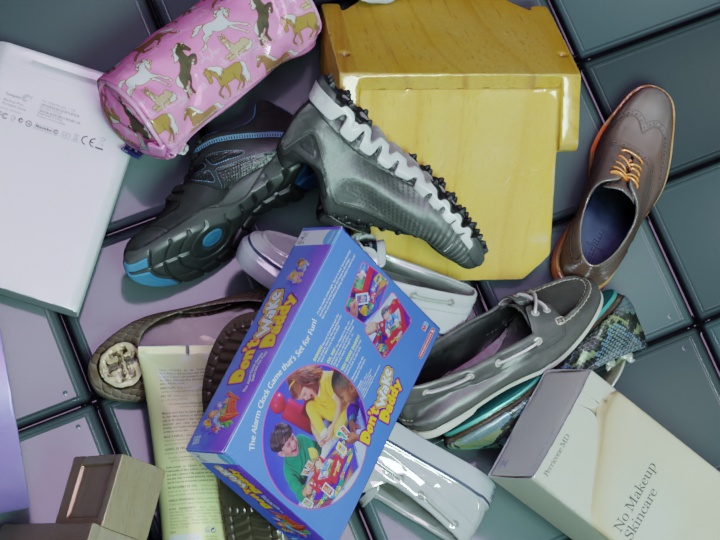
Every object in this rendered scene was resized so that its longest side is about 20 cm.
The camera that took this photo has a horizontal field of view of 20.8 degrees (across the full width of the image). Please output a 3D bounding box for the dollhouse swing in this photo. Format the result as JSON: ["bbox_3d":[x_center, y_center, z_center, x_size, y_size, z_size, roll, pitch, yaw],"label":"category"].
[{"bbox_3d":[0.069,-0.112,1.654,0.198,0.177,0.182,-2,33,-9],"label":"dollhouse swing"}]

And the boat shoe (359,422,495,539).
[{"bbox_3d":[0.010,0.155,1.551,0.199,0.074,0.066,26,68,0],"label":"boat shoe"}]

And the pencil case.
[{"bbox_3d":[-0.121,-0.173,1.605,0.200,0.087,0.083,-42,40,-25],"label":"pencil case"}]

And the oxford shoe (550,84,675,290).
[{"bbox_3d":[0.224,-0.073,1.646,0.071,0.073,0.201,22,72,-1],"label":"oxford shoe"}]

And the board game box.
[{"bbox_3d":[-0.031,0.087,1.466,0.134,0.045,0.201,46,59,-33],"label":"board game box"}]

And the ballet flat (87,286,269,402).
[{"bbox_3d":[-0.123,0.053,1.573,0.199,0.046,0.068,-16,78,-13],"label":"ballet flat"}]

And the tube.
[{"bbox_3d":[-0.130,0.157,1.533,0.058,0.052,0.202,7,75,-53],"label":"tube"}]

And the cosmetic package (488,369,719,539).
[{"bbox_3d":[0.211,0.175,1.543,0.200,0.073,0.104,37,72,-20],"label":"cosmetic package"}]

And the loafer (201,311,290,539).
[{"bbox_3d":[-0.074,0.131,1.516,0.076,0.067,0.202,1,93,28],"label":"loafer"}]

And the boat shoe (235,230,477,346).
[{"bbox_3d":[0.000,0.000,1.578,0.199,0.074,0.067,21,115,-19],"label":"boat shoe"}]

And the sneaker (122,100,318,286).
[{"bbox_3d":[-0.120,-0.061,1.603,0.200,0.073,0.082,-36,66,-21],"label":"sneaker"}]

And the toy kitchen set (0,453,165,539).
[{"bbox_3d":[-0.177,0.264,1.490,0.180,0.163,0.201,25,71,-30],"label":"toy kitchen set"}]

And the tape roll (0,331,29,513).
[{"bbox_3d":[-0.304,0.086,1.458,0.084,0.200,0.201,-9,76,-11],"label":"tape roll"}]

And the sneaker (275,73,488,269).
[{"bbox_3d":[0.012,-0.059,1.552,0.200,0.067,0.090,43,101,-15],"label":"sneaker"}]

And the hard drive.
[{"bbox_3d":[-0.263,-0.075,1.599,0.131,0.027,0.201,17,72,-4],"label":"hard drive"}]

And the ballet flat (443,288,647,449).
[{"bbox_3d":[0.158,0.099,1.595,0.200,0.074,0.074,-38,83,-13],"label":"ballet flat"}]

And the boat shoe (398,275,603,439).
[{"bbox_3d":[0.109,0.058,1.563,0.199,0.057,0.067,-35,38,-12],"label":"boat shoe"}]

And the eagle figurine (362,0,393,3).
[{"bbox_3d":[-0.028,-0.312,1.607,0.150,0.200,0.153,-8,74,-9],"label":"eagle figurine"}]
